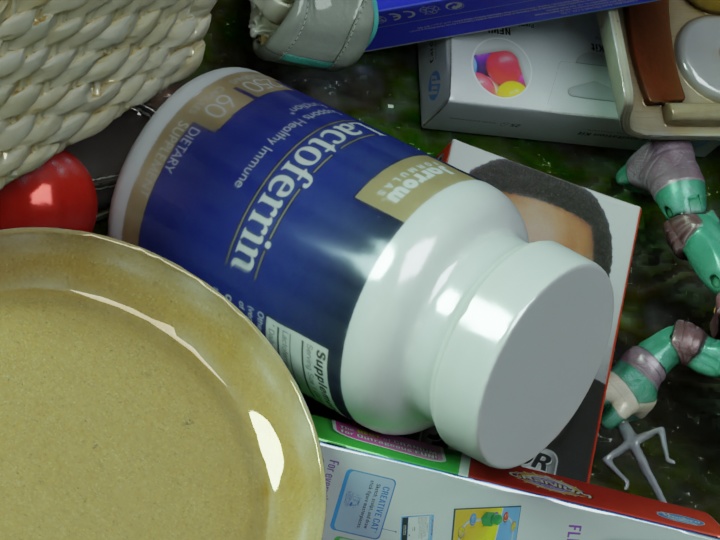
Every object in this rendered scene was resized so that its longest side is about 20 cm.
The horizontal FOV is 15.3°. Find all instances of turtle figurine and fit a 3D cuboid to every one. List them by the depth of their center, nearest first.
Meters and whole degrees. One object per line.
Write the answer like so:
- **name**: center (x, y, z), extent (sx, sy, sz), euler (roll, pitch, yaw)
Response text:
- **turtle figurine**: center (0.186, 0.032, 1.258), extent (0.150, 0.101, 0.200), euler (14, 54, -32)

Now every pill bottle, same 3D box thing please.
- **pill bottle**: center (0.000, 0.000, 1.136), extent (0.200, 0.116, 0.116), euler (27, 57, 29)

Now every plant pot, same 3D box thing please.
- **plant pot**: center (-0.110, 0.074, 1.037), extent (0.200, 0.027, 0.200), euler (13, 53, -18)

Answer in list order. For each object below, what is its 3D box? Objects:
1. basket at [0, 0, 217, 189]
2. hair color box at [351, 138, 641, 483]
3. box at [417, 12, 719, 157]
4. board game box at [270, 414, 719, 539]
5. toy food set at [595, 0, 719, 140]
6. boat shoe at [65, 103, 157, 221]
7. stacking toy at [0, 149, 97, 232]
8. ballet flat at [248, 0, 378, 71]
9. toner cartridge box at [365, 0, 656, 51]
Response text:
- **basket**: center (-0.156, -0.156, 1.085), extent (0.161, 0.198, 0.200), euler (32, 39, 17)
- **hair color box**: center (0.056, 0.052, 1.218), extent (0.101, 0.061, 0.200), euler (19, 65, -13)
- **box**: center (0.104, -0.162, 1.326), extent (0.156, 0.041, 0.200), euler (4, 69, -20)
- **board game box**: center (0.040, 0.156, 1.136), extent (0.200, 0.040, 0.153), euler (15, 100, -12)
- **toy food set**: center (0.199, -0.139, 1.294), extent (0.200, 0.060, 0.144), euler (-1, 67, -22)
- **boat shoe**: center (-0.174, -0.059, 1.167), extent (0.200, 0.060, 0.072), euler (2, 71, -21)
- **stacking toy**: center (-0.121, 0.043, 1.123), extent (0.085, 0.085, 0.200), euler (-13, 85, -25)
- **ballet flat**: center (-0.044, -0.182, 1.227), extent (0.064, 0.067, 0.200), euler (-1, 63, -30)
- **toner cartridge box**: center (0.069, -0.165, 1.245), extent (0.200, 0.043, 0.095), euler (-8, 69, 19)
